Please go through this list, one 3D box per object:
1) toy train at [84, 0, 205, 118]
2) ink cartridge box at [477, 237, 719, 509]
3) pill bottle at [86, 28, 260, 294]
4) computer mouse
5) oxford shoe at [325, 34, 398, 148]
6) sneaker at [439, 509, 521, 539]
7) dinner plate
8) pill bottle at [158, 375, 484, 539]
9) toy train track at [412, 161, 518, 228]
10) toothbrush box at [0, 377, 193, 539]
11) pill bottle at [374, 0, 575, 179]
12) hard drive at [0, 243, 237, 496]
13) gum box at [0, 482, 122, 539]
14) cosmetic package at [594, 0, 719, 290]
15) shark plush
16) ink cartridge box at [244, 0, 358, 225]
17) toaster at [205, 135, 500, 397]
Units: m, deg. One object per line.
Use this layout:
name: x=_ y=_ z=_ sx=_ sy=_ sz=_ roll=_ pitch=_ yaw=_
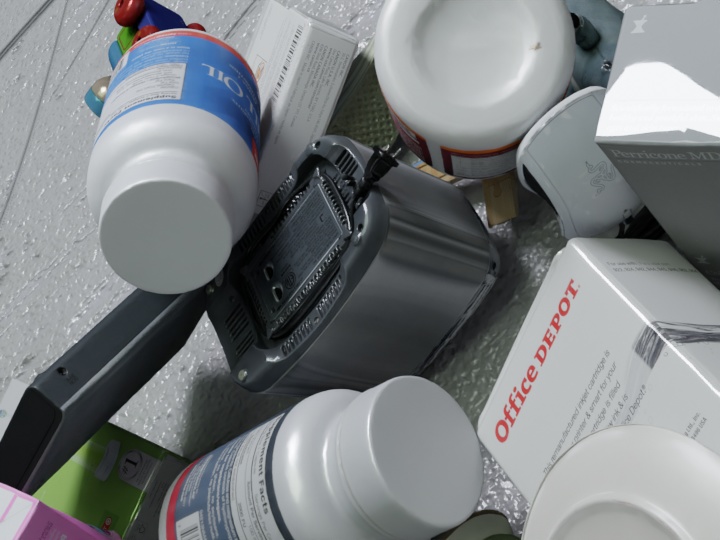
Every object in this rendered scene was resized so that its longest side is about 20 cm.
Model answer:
toy train: x=-0.174 y=-0.142 z=1.155 sx=0.116 sy=0.084 sz=0.200 roll=-52 pitch=39 yaw=19
ink cartridge box: x=0.165 y=0.097 z=0.724 sx=0.200 sy=0.083 sz=0.146 roll=52 pitch=131 yaw=42
pill bottle: x=-0.122 y=-0.072 z=0.904 sx=0.112 sy=0.112 sz=0.201 roll=-35 pitch=29 yaw=18
computer mouse: x=0.143 y=-0.039 z=0.778 sx=0.109 sy=0.200 sz=0.044 roll=-40 pitch=62 yaw=9
oxford shoe: x=0.031 y=-0.156 z=1.017 sx=0.200 sy=0.075 sz=0.058 roll=-52 pitch=20 yaw=3
sneaker: x=0.041 y=0.241 z=0.793 sx=0.201 sy=0.067 sz=0.090 roll=-51 pitch=41 yaw=1
dinner plate: x=0.138 y=0.177 z=0.672 sx=0.200 sy=0.024 sz=0.202 roll=3 pitch=93 yaw=56
pill bottle: x=-0.023 y=0.141 z=0.833 sx=0.200 sy=0.119 sz=0.120 roll=-32 pitch=49 yaw=41
toy train track: x=0.067 y=-0.068 z=0.967 sx=0.199 sy=0.032 sz=0.116 roll=-23 pitch=62 yaw=35
toothbrush box: x=-0.209 y=0.183 z=1.012 sx=0.199 sy=0.086 sz=0.147 roll=15 pitch=76 yaw=41
pill bottle: x=0.068 y=-0.113 z=0.811 sx=0.109 sy=0.200 sz=0.111 roll=0 pitch=87 yaw=5
hard drive: x=-0.167 y=0.063 z=0.924 sx=0.200 sy=0.033 sz=0.140 roll=-48 pitch=-4 yaw=-45
gum box: x=-0.227 y=0.236 z=0.843 sx=0.066 sy=0.114 sz=0.201 roll=11 pitch=65 yaw=39
cosmetic package: x=0.213 y=-0.057 z=0.723 sx=0.106 sy=0.200 sz=0.091 roll=3 pitch=71 yaw=38
shark plush: x=0.143 y=-0.131 z=0.863 sx=0.091 sy=0.083 sz=0.201 roll=-32 pitch=26 yaw=27
ink cartridge box: x=-0.073 y=-0.102 z=1.048 sx=0.176 sy=0.044 sz=0.201 roll=-127 pitch=57 yaw=-68
toaster: x=0.000 y=0.000 z=0.895 sx=0.200 sy=0.129 sz=0.114 roll=-52 pitch=45 yaw=25
